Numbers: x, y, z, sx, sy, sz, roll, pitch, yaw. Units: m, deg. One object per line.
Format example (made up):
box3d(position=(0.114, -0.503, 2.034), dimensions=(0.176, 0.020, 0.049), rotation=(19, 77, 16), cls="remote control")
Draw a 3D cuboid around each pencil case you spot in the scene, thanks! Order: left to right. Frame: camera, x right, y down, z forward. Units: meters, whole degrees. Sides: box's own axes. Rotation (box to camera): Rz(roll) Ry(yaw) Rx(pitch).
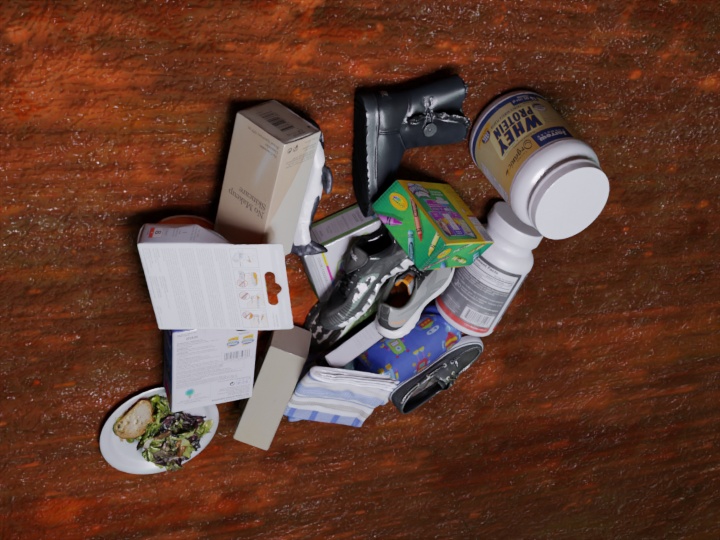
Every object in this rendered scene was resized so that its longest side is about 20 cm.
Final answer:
box3d(position=(0.076, 0.130, 1.697), dimensions=(0.198, 0.087, 0.079), rotation=(-32, 155, -24), cls="pencil case")

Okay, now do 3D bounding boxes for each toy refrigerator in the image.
box3d(position=(-0.146, 0.186, 1.643), dimensions=(0.069, 0.076, 0.202), rotation=(19, 121, -7), cls="toy refrigerator")

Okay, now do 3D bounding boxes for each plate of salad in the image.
box3d(position=(-0.322, 0.268, 1.649), dimensions=(0.197, 0.048, 0.203), rotation=(-16, 133, -17), cls="plate of salad")

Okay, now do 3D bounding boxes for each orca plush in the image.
box3d(position=(-0.066, -0.123, 1.429), dimensions=(0.071, 0.104, 0.204), rotation=(-39, 124, -51), cls="orca plush")

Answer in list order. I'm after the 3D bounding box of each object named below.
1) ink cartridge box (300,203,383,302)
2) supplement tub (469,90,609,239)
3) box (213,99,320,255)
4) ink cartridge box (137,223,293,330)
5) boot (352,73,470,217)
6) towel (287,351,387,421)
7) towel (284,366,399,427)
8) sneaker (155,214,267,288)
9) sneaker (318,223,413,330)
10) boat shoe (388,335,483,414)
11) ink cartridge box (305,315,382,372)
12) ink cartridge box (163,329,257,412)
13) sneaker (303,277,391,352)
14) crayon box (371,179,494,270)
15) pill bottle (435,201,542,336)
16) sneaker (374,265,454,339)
box3d(position=(0.005, -0.044, 1.547), dimensions=(0.197, 0.060, 0.105), rotation=(-25, 136, -7), cls="ink cartridge box")
box3d(position=(0.261, -0.155, 1.491), dimensions=(0.142, 0.201, 0.146), rotation=(-15, 134, -16), cls="supplement tub")
box3d(position=(-0.129, -0.114, 1.373), dimensions=(0.077, 0.094, 0.203), rotation=(-28, 143, -47), cls="box")
box3d(position=(-0.194, 0.009, 1.392), dimensions=(0.196, 0.051, 0.164), rotation=(-1, 132, 3), cls="ink cartridge box")
box3d(position=(0.075, -0.176, 1.457), dimensions=(0.165, 0.077, 0.203), rotation=(-10, 126, -16), cls="boot")
box3d(position=(-0.030, 0.191, 1.751), dimensions=(0.196, 0.024, 0.149), rotation=(-6, 130, -24), cls="towel")
box3d(position=(-0.037, 0.205, 1.622), dimensions=(0.144, 0.024, 0.200), rotation=(10, 151, -15), cls="towel")
box3d(position=(-0.207, -0.019, 1.438), dimensions=(0.198, 0.078, 0.073), rotation=(25, 115, -36), cls="sneaker")
box3d(position=(0.000, 0.000, 1.496), dimensions=(0.200, 0.067, 0.090), rotation=(-43, 133, 6), cls="sneaker")
box3d(position=(0.143, 0.192, 1.834), dimensions=(0.198, 0.057, 0.069), rotation=(-32, 136, 0), cls="boat shoe")
box3d(position=(0.007, 0.108, 1.642), dimensions=(0.198, 0.037, 0.095), rotation=(-32, 179, -28), cls="ink cartridge box")
box3d(position=(-0.228, 0.109, 1.540), dimensions=(0.134, 0.077, 0.202), rotation=(-9, 133, -21), cls="ink cartridge box")
box3d(position=(-0.006, 0.066, 1.636), dimensions=(0.200, 0.077, 0.088), rotation=(-42, 146, 15), cls="sneaker")
box3d(position=(0.110, -0.067, 1.485), dimensions=(0.058, 0.119, 0.199), rotation=(-43, 163, 22), cls="crayon box")
box3d(position=(0.212, -0.003, 1.660), dimensions=(0.114, 0.116, 0.202), rotation=(8, 124, -34), cls="pill bottle")
box3d(position=(0.090, 0.013, 1.582), dimensions=(0.201, 0.073, 0.080), rotation=(-55, 157, -26), cls="sneaker")
